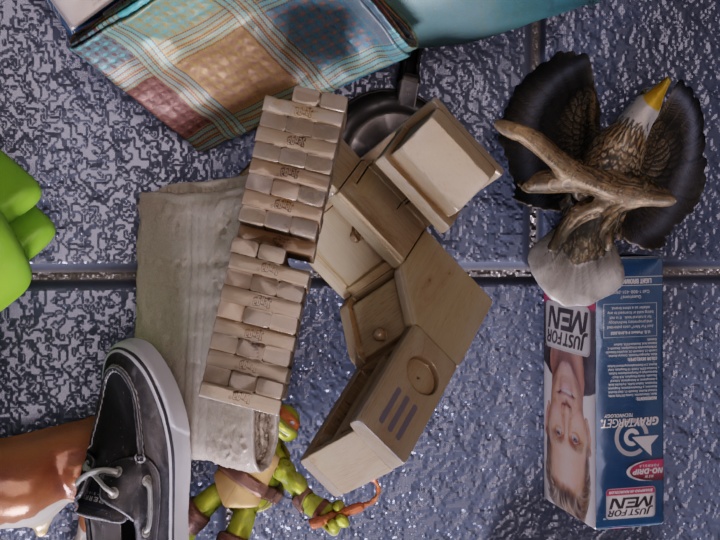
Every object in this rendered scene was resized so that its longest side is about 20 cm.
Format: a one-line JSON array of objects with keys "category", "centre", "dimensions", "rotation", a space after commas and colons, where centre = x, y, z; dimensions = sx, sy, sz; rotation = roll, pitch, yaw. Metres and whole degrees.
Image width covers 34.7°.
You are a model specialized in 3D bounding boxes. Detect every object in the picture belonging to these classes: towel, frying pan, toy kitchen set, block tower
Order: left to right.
[{"category": "towel", "centre": [-0.110, 0.035, 0.815], "dimensions": [0.034, 0.131, 0.204], "rotation": [8, 83, -51]}, {"category": "towel", "centre": [-0.078, -0.153, 0.775], "dimensions": [0.146, 0.198, 0.022], "rotation": [38, 41, -42]}, {"category": "block tower", "centre": [-0.054, -0.013, 0.741], "dimensions": [0.053, 0.058, 0.203], "rotation": [12, 83, 1]}, {"category": "toy kitchen set", "centre": [0.000, 0.000, 0.783], "dimensions": [0.200, 0.163, 0.181], "rotation": [45, 45, -10]}, {"category": "frying pan", "centre": [0.044, -0.115, 0.897], "dimensions": [0.114, 0.031, 0.191], "rotation": [34, 88, -13]}]

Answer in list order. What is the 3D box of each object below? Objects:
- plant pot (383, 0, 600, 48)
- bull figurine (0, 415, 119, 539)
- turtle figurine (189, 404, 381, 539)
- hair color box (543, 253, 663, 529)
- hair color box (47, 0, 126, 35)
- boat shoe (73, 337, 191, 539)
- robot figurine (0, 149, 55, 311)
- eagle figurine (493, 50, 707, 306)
[{"category": "plant pot", "centre": [0.047, -0.245, 0.813], "dimensions": [0.186, 0.200, 0.202], "rotation": [-23, 98, 6]}, {"category": "bull figurine", "centre": [-0.258, 0.166, 0.823], "dimensions": [0.197, 0.065, 0.123], "rotation": [-10, 97, -11]}, {"category": "turtle figurine", "centre": [-0.096, 0.154, 0.859], "dimensions": [0.199, 0.064, 0.162], "rotation": [35, 85, 9]}, {"category": "hair color box", "centre": [0.187, 0.088, 0.899], "dimensions": [0.060, 0.100, 0.204], "rotation": [-2, 93, -13]}, {"category": "hair color box", "centre": [-0.220, -0.275, 0.804], "dimensions": [0.100, 0.060, 0.201], "rotation": [-36, 100, -8]}, {"category": "boat shoe", "centre": [-0.162, 0.150, 0.787], "dimensions": [0.067, 0.071, 0.203], "rotation": [-10, 102, -52]}, {"category": "robot figurine", "centre": [-0.302, 0.001, 0.766], "dimensions": [0.115, 0.176, 0.200], "rotation": [38, 63, 22]}, {"category": "eagle figurine", "centre": [0.181, -0.082, 0.841], "dimensions": [0.149, 0.200, 0.153], "rotation": [-24, 101, 18]}]
